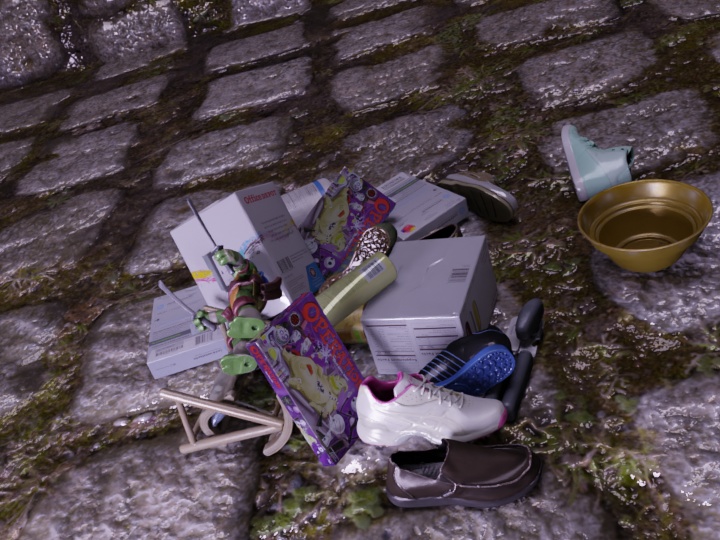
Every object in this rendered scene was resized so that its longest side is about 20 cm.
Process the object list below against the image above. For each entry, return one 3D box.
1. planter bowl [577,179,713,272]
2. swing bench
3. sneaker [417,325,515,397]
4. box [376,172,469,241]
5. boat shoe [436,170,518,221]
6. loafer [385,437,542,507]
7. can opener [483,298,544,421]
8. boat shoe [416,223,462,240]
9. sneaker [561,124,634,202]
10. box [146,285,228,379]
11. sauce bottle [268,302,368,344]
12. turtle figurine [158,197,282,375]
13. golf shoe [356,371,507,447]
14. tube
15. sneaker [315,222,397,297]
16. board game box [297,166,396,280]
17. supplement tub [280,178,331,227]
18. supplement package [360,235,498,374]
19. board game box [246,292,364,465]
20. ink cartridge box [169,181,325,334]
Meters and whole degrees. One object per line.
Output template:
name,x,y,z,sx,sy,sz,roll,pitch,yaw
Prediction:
planter bowl,0.443,-0.055,1.286,0.198,0.084,0.201,-13,32,8
swing bench,-0.161,0.159,1.228,0.198,0.131,0.200,-1,35,15
sneaker,0.121,0.147,1.135,0.199,0.070,0.078,-30,23,14
box,0.085,-0.112,1.574,0.155,0.041,0.199,-34,35,-21
boat shoe,0.227,-0.149,1.541,0.068,0.075,0.199,-37,36,-18
loafer,0.121,0.244,1.009,0.198,0.072,0.073,-12,33,10
can opener,0.213,0.122,1.159,0.052,0.067,0.201,2,42,27
boat shoe,0.089,-0.018,1.426,0.198,0.060,0.072,-24,33,-9
sneaker,0.440,-0.211,1.525,0.117,0.074,0.202,-17,42,14
box,-0.294,0.095,1.466,0.154,0.041,0.201,-18,33,0
sauce bottle,-0.060,0.090,1.337,0.198,0.065,0.065,-6,34,21
turtle figurine,-0.205,0.043,1.173,0.144,0.200,0.195,-42,36,15
golf shoe,0.088,0.175,1.065,0.198,0.093,0.075,-5,21,9
tube,-0.035,0.047,1.204,0.199,0.052,0.058,-36,-1,-22
sneaker,0.000,0.000,1.382,0.067,0.201,0.090,39,26,6
board game box,-0.039,-0.076,1.484,0.201,0.120,0.032,-54,1,-16
supplement tub,-0.128,-0.079,1.558,0.198,0.133,0.132,-25,33,-9
supplement package,0.111,0.052,1.264,0.154,0.112,0.201,-3,36,24
board game box,-0.058,0.146,1.113,0.032,0.201,0.120,-18,19,43
ink cartridge box,-0.182,-0.020,1.367,0.145,0.201,0.147,-27,2,23
